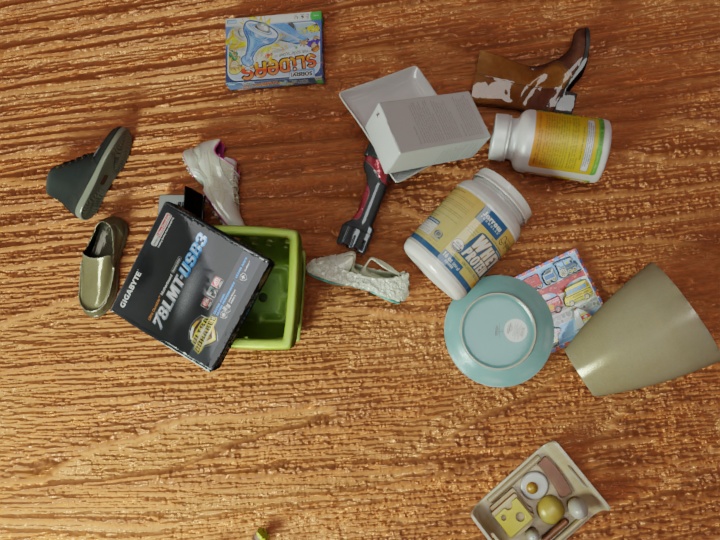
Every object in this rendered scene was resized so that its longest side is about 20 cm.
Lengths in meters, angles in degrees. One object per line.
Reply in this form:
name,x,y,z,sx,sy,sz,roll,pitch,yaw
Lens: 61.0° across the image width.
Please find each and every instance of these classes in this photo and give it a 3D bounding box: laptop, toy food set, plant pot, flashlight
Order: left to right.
laptop,-0.347,-0.050,1.106,0.197,0.115,0.191,5,90,33
plant pot,-0.193,0.037,1.090,0.195,0.182,0.204,3,83,5
flashlight,0.010,-0.138,1.151,0.067,0.068,0.203,22,90,-18
toy food set,0.308,0.416,1.054,0.199,0.060,0.144,-41,81,0
plant pot,0.454,0.120,1.025,0.199,0.187,0.189,-34,81,15

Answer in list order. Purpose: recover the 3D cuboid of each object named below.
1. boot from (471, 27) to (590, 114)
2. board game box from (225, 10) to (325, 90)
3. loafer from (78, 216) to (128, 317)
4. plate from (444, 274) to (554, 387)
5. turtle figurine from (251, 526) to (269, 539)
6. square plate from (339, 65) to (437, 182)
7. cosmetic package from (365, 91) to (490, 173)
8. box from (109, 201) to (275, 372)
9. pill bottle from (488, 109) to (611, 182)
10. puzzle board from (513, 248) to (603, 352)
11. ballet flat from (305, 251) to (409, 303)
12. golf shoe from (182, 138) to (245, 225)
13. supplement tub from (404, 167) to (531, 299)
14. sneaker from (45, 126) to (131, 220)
boot,0.320,-0.384,1.156,0.197,0.068,0.191,17,93,15
board game box,-0.170,-0.437,1.217,0.196,0.034,0.138,-3,83,6
loafer,-0.511,-0.011,1.188,0.075,0.067,0.204,8,84,7
plate,0.247,0.109,1.099,0.197,0.026,0.204,-1,85,15
turtle figurine,-0.203,0.558,1.092,0.161,0.065,0.200,-44,72,-8
square plate,0.083,-0.273,1.136,0.198,0.028,0.200,-28,81,-29
cosmetic package,0.120,-0.246,1.082,0.197,0.071,0.103,-14,73,-27
box,-0.268,0.025,0.978,0.197,0.050,0.202,30,91,4
pill bottle,0.335,-0.227,1.099,0.196,0.111,0.113,10,84,7
puzzle board,0.336,0.070,1.113,0.198,0.017,0.153,-26,81,3
ballet flat,0.000,0.000,1.128,0.197,0.072,0.073,17,85,0
golf shoe,-0.264,-0.166,1.178,0.091,0.075,0.202,-31,82,-2
supplement tub,0.189,-0.065,1.079,0.145,0.145,0.200,43,90,9
sneaker,-0.543,-0.213,1.210,0.105,0.075,0.202,30,88,6
